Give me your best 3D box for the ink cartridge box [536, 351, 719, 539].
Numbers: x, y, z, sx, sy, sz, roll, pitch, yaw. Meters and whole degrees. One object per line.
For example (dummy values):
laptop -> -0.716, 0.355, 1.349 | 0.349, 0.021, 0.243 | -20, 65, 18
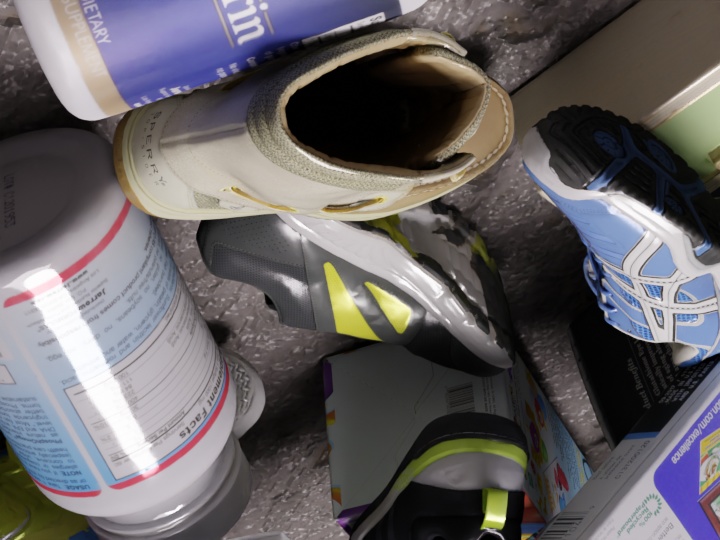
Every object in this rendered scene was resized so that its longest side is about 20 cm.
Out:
ink cartridge box -> 0.176, 0.172, 1.018 | 0.200, 0.198, 0.043 | 54, 151, -16

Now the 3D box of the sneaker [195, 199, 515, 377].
sneaker -> 0.000, 0.000, 1.038 | 0.084, 0.075, 0.200 | -32, 131, 27

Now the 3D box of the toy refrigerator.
toy refrigerator -> 0.174, -0.096, 0.976 | 0.200, 0.070, 0.076 | -36, 138, 21

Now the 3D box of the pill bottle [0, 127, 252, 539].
pill bottle -> -0.123, 0.041, 0.965 | 0.108, 0.109, 0.200 | -20, 127, 4

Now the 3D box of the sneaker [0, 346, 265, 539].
sneaker -> -0.136, 0.103, 1.118 | 0.199, 0.076, 0.105 | -23, 160, 6

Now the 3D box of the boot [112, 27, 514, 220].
boot -> 0.014, -0.063, 0.884 | 0.199, 0.072, 0.154 | -8, 179, -32

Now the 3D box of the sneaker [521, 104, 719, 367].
sneaker -> 0.133, -0.007, 0.958 | 0.077, 0.076, 0.200 | -37, 135, 21

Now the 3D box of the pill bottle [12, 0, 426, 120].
pill bottle -> -0.036, -0.142, 0.806 | 0.199, 0.116, 0.116 | -19, 142, 2

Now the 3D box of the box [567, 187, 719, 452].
box -> 0.236, 0.026, 1.120 | 0.148, 0.105, 0.200 | 15, 132, -34

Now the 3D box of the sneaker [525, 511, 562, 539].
sneaker -> 0.167, 0.143, 1.106 | 0.199, 0.080, 0.095 | 3, 161, -32

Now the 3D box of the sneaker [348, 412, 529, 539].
sneaker -> 0.036, 0.149, 1.034 | 0.071, 0.083, 0.200 | 4, 144, -9

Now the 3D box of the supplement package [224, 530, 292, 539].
supplement package -> -0.071, 0.225, 1.034 | 0.155, 0.111, 0.200 | -13, 151, 14

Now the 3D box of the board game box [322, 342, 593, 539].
board game box -> 0.064, 0.128, 1.169 | 0.103, 0.105, 0.200 | -16, 143, 15
